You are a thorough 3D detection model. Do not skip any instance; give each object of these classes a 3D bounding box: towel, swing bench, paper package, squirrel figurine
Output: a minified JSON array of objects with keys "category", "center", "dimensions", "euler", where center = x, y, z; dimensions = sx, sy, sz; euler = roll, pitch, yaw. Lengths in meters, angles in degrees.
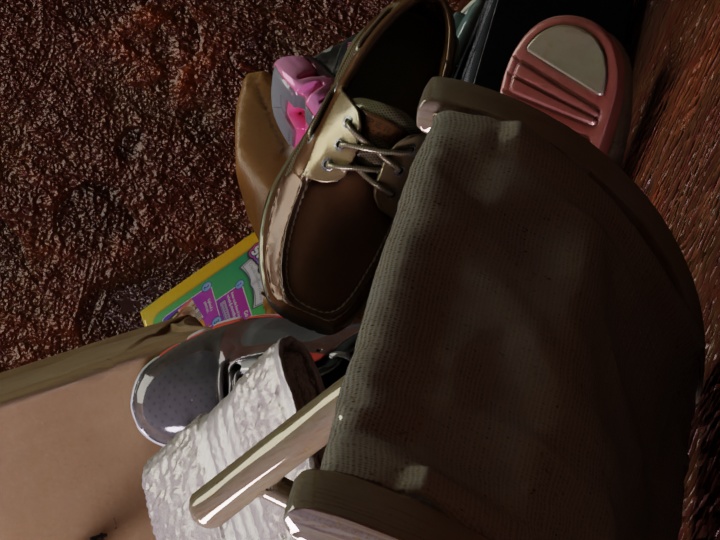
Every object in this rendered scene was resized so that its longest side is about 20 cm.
[{"category":"towel","center":[-0.048,0.150,1.175],"dimensions":[0.132,0.034,0.201],"euler":[-42,53,33]},{"category":"swing bench","center":[0.021,0.089,0.666],"dimensions":[0.201,0.129,0.199],"euler":[-60,6,36]},{"category":"paper package","center":[-0.144,0.148,1.413],"dimensions":[0.103,0.189,0.201],"euler":[-171,65,-70]},{"category":"squirrel figurine","center":[0.000,0.000,1.483],"dimensions":[0.187,0.140,0.201],"euler":[72,-158,-59]}]

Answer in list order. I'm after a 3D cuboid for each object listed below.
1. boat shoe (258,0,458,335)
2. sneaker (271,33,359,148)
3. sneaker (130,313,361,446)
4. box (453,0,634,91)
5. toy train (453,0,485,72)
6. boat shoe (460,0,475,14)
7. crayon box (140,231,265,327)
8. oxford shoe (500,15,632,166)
[{"category":"boat shoe","center":[0.001,-0.066,1.262],"dimensions":[0.074,0.075,0.201],"euler":[121,168,-64]},{"category":"sneaker","center":[0.035,-0.063,1.368],"dimensions":[0.095,0.200,0.079],"euler":[-29,-21,-23]},{"category":"sneaker","center":[-0.038,0.059,1.316],"dimensions":[0.082,0.198,0.078],"euler":[0,-100,-79]},{"category":"box","center":[0.083,-0.079,1.258],"dimensions":[0.201,0.078,0.142],"euler":[-72,5,-50]},{"category":"toy train","center":[0.089,-0.121,1.550],"dimensions":[0.114,0.085,0.201],"euler":[-56,-7,-48]},{"category":"boat shoe","center":[0.116,-0.189,1.622],"dimensions":[0.201,0.074,0.062],"euler":[-60,1,36]},{"category":"crayon box","center":[-0.067,0.073,1.569],"dimensions":[0.118,0.058,0.201],"euler":[-34,43,12]},{"category":"oxford shoe","center":[0.083,-0.014,1.083],"dimensions":[0.074,0.070,0.201],"euler":[3,-69,-66]}]
